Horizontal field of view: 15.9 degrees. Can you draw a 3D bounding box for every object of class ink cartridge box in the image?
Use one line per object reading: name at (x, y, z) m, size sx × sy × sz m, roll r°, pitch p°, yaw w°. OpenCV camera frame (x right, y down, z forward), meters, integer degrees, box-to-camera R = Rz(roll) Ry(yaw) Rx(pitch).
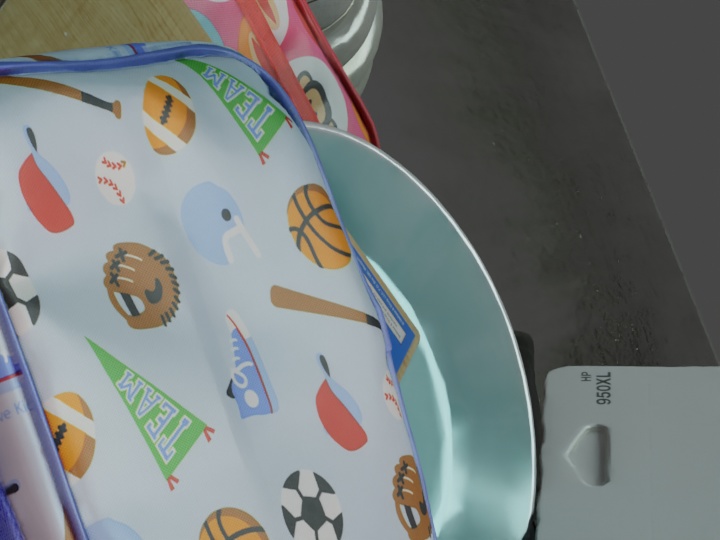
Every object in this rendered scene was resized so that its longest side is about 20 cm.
ink cartridge box at (0.114, 0.157, 1.010) m, size 0.145 × 0.083 × 0.201 m, roll -82°, pitch 168°, yaw -62°

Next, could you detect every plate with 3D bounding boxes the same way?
plate at (-0.012, 0.048, 0.885) m, size 0.199 × 0.025 × 0.202 m, roll 21°, pitch 61°, yaw -42°

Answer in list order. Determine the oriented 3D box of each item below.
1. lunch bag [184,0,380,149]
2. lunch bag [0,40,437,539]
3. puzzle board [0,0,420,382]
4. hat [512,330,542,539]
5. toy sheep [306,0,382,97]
lunch bag at (-0.075, -0.067, 0.919) m, size 0.176 × 0.081 × 0.201 m, roll -54°, pitch 128°, yaw -38°
lunch bag at (-0.063, 0.033, 0.697) m, size 0.160 × 0.075 × 0.201 m, roll -14°, pitch 81°, yaw -52°
puzzle board at (-0.061, 0.000, 0.807) m, size 0.200 × 0.017 × 0.151 m, roll 54°, pitch 39°, yaw -25°
hat at (0.040, 0.126, 1.121) m, size 0.200 × 0.080 × 0.202 m, roll -5°, pitch 90°, yaw -74°
toy sheep at (-0.053, -0.111, 1.093) m, size 0.200 × 0.137 × 0.139 m, roll 121°, pitch -47°, yaw -65°
